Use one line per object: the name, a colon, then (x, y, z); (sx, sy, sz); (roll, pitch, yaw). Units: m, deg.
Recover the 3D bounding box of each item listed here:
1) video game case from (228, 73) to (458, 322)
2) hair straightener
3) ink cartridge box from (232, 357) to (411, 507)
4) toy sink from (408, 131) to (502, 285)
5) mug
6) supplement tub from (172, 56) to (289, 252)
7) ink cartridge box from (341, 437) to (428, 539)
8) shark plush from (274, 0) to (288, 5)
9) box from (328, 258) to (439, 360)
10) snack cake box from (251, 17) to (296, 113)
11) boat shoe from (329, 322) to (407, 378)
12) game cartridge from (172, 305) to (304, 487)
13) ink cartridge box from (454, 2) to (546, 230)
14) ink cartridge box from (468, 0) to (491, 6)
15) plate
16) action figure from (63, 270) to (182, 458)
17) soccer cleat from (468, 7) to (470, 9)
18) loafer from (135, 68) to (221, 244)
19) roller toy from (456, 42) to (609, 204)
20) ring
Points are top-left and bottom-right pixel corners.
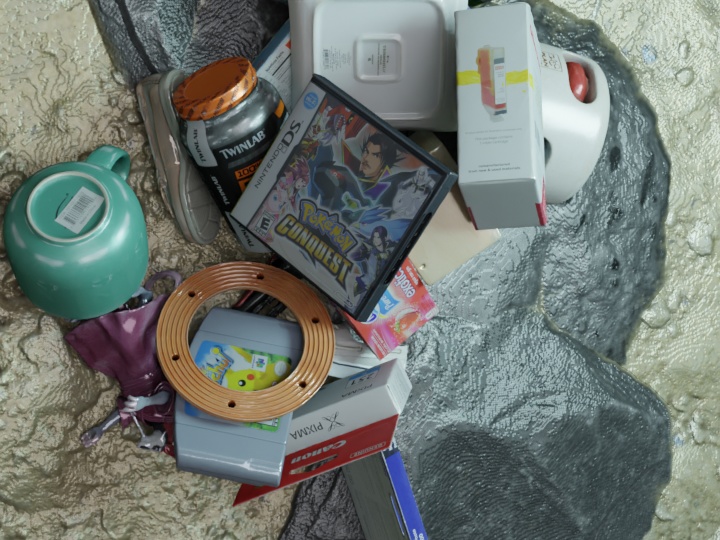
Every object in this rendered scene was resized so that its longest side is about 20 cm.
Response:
video game case: (-0.022, -0.077, 1.457); (0.181, 0.200, 0.025); (-57, 154, 12)
hair straightener: (-0.097, 0.020, 1.638); (0.200, 0.077, 0.041); (-43, 132, -13)
ink cartridge box: (-0.048, 0.178, 1.576); (0.199, 0.176, 0.045); (-22, 102, 15)
toy sink: (0.071, -0.082, 1.644); (0.112, 0.200, 0.131); (-33, 105, 4)
mug: (-0.311, -0.054, 1.513); (0.151, 0.115, 0.186); (-13, 64, -9)
supplement tub: (-0.124, -0.130, 1.568); (0.122, 0.122, 0.201); (-37, 123, -13)
ink cartridge box: (0.032, 0.263, 1.638); (0.040, 0.200, 0.201); (-21, 101, -16)
shark plush: (-0.026, -0.285, 1.650); (0.199, 0.091, 0.084); (18, 120, -25)
box: (0.000, 0.000, 1.583); (0.095, 0.103, 0.200); (-39, 145, -4)
snack cake box: (-0.033, -0.253, 1.597); (0.115, 0.067, 0.200); (36, 115, -17)
boat shoe: (-0.031, 0.093, 1.672); (0.199, 0.072, 0.066); (15, 85, -20)
game cartridge: (-0.136, 0.135, 1.548); (0.132, 0.041, 0.201); (9, 57, 1)
ink cartridge box: (0.150, -0.161, 1.493); (0.083, 0.145, 0.202); (-3, 71, 12)
ink cartridge box: (0.151, -0.397, 1.630); (0.083, 0.200, 0.147); (-44, 107, -11)
plate: (0.020, -0.239, 1.547); (0.198, 0.032, 0.201); (0, 122, 0)
action figure: (-0.250, 0.122, 1.596); (0.149, 0.133, 0.201); (-37, 107, -42)
soccer cleat: (0.078, -0.314, 1.642); (0.200, 0.070, 0.086); (48, 36, 7)
loafer: (-0.210, -0.128, 1.605); (0.072, 0.063, 0.202); (-24, 107, -56)
roller toy: (0.199, -0.182, 1.672); (0.139, 0.182, 0.202); (13, 89, -19)
ring: (-0.127, 0.079, 1.552); (0.199, 0.019, 0.202); (5, 57, -8)
